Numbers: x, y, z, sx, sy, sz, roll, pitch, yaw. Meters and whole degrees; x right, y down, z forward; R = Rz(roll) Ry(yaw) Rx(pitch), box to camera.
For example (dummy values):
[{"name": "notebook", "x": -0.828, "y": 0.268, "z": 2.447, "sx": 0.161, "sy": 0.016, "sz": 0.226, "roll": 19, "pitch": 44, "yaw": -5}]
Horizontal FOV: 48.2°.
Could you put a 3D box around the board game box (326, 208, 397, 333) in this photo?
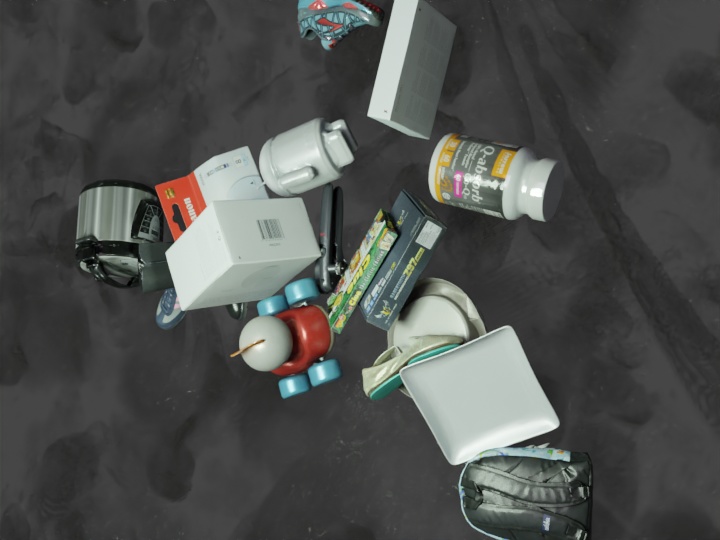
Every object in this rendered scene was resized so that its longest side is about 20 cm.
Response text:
[{"name": "board game box", "x": 0.000, "y": 0.000, "z": 1.381, "sx": 0.202, "sy": 0.023, "sz": 0.105, "roll": -60, "pitch": 20, "yaw": 18}]

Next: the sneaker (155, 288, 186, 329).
[{"name": "sneaker", "x": -0.380, "y": 0.032, "z": 1.646, "sx": 0.070, "sy": 0.081, "sz": 0.202, "roll": 37, "pitch": 105, "yaw": 26}]

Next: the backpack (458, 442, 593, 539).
[{"name": "backpack", "x": 0.249, "y": 0.345, "z": 1.236, "sx": 0.195, "sy": 0.154, "sz": 0.168, "roll": 0, "pitch": 92, "yaw": 8}]

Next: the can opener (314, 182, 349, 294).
[{"name": "can opener", "x": -0.057, "y": -0.059, "z": 1.475, "sx": 0.077, "sy": 0.063, "sz": 0.205, "roll": 0, "pitch": 87, "yaw": 30}]

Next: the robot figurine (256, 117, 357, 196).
[{"name": "robot figurine", "x": -0.103, "y": -0.206, "z": 1.476, "sx": 0.196, "sy": 0.171, "sz": 0.114, "roll": -19, "pitch": 118, "yaw": 22}]

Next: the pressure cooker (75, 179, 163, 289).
[{"name": "pressure cooker", "x": -0.496, "y": -0.065, "z": 1.658, "sx": 0.178, "sy": 0.172, "sz": 0.205, "roll": 141, "pitch": 131, "yaw": -63}]

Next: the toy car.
[{"name": "toy car", "x": -0.160, "y": 0.131, "z": 1.428, "sx": 0.175, "sy": 0.197, "sz": 0.188, "roll": -27, "pitch": 76, "yaw": 42}]

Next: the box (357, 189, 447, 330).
[{"name": "box", "x": 0.059, "y": -0.021, "z": 1.362, "sx": 0.202, "sy": 0.050, "sz": 0.158, "roll": -60, "pitch": 19, "yaw": 13}]

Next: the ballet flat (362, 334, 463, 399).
[{"name": "ballet flat", "x": 0.077, "y": 0.142, "z": 1.318, "sx": 0.198, "sy": 0.067, "sz": 0.063, "roll": -33, "pitch": 56, "yaw": 23}]

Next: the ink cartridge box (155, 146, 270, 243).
[{"name": "ink cartridge box", "x": -0.280, "y": -0.135, "z": 1.555, "sx": 0.196, "sy": 0.047, "sz": 0.163, "roll": -20, "pitch": 74, "yaw": -16}]

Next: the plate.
[{"name": "plate", "x": 0.189, "y": 0.196, "z": 1.279, "sx": 0.196, "sy": 0.032, "sz": 0.202, "roll": -24, "pitch": 109, "yaw": 18}]

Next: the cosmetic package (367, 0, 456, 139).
[{"name": "cosmetic package", "x": 0.090, "y": -0.339, "z": 1.359, "sx": 0.051, "sy": 0.150, "sz": 0.205, "roll": 16, "pitch": 94, "yaw": 29}]

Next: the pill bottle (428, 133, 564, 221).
[{"name": "pill bottle", "x": 0.217, "y": -0.147, "z": 1.291, "sx": 0.197, "sy": 0.116, "sz": 0.119, "roll": 16, "pitch": 95, "yaw": 30}]

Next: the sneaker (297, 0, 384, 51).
[{"name": "sneaker", "x": -0.036, "y": -0.455, "z": 1.494, "sx": 0.197, "sy": 0.078, "sz": 0.098, "roll": 19, "pitch": 106, "yaw": 38}]

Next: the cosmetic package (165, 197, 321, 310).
[{"name": "cosmetic package", "x": -0.214, "y": -0.031, "z": 1.456, "sx": 0.199, "sy": 0.197, "sz": 0.125, "roll": -37, "pitch": 68, "yaw": 43}]

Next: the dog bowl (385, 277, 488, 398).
[{"name": "dog bowl", "x": 0.126, "y": 0.117, "z": 1.359, "sx": 0.196, "sy": 0.058, "sz": 0.206, "roll": -2, "pitch": 85, "yaw": 31}]

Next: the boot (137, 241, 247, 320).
[{"name": "boot", "x": -0.325, "y": 0.022, "z": 1.549, "sx": 0.066, "sy": 0.196, "sz": 0.169, "roll": -41, "pitch": 57, "yaw": 55}]
